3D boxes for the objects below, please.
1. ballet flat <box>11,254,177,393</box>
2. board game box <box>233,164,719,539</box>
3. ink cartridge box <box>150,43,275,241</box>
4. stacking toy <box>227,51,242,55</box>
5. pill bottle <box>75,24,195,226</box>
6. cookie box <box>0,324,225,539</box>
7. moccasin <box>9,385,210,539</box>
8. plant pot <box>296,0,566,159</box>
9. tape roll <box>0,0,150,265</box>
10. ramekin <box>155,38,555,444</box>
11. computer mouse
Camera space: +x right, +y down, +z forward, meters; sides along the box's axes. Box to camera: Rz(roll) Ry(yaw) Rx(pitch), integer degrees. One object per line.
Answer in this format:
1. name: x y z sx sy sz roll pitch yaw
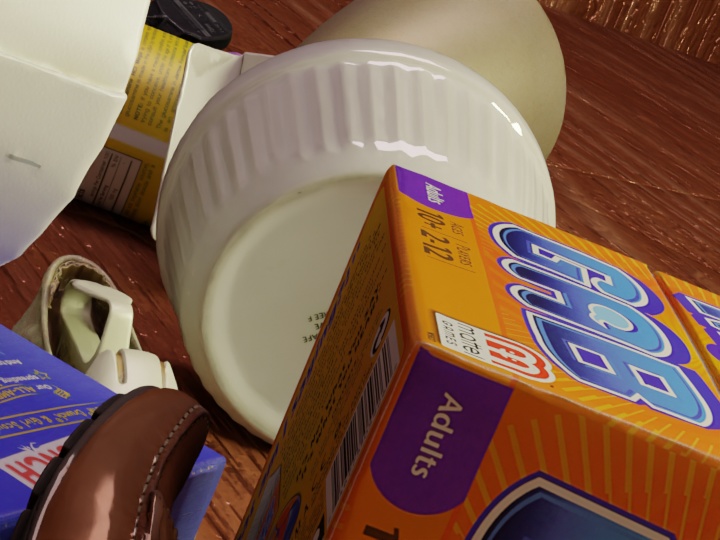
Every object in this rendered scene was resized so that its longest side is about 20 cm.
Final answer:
1. ballet flat: -0.112 0.049 0.899 0.067 0.063 0.200 14 17 -29
2. board game box: 0.065 0.115 0.655 0.198 0.202 0.200 21 15 -7
3. ink cartridge box: -0.017 -0.052 1.179 0.067 0.118 0.199 12 1 43
4. stacking toy: -0.155 -0.121 1.423 0.198 0.086 0.085 10 19 -25
5. pill bottle: -0.124 -0.086 1.257 0.198 0.113 0.113 21 15 -9
6. cookie box: -0.176 0.061 0.733 0.199 0.076 0.171 28 14 22
7. moccasin: -0.071 0.111 0.601 0.077 0.074 0.202 14 34 1
8. plant pot: 0.021 -0.126 1.538 0.186 0.189 0.199 30 30 28
9. tape roll: -0.159 -0.102 0.805 0.070 0.204 0.202 18 14 -36
10. ramekin: 0.000 0.000 0.996 0.201 0.204 0.095 19 27 -14
11. computer mouse: -0.182 -0.203 1.767 0.199 0.034 0.059 -4 47 -50
